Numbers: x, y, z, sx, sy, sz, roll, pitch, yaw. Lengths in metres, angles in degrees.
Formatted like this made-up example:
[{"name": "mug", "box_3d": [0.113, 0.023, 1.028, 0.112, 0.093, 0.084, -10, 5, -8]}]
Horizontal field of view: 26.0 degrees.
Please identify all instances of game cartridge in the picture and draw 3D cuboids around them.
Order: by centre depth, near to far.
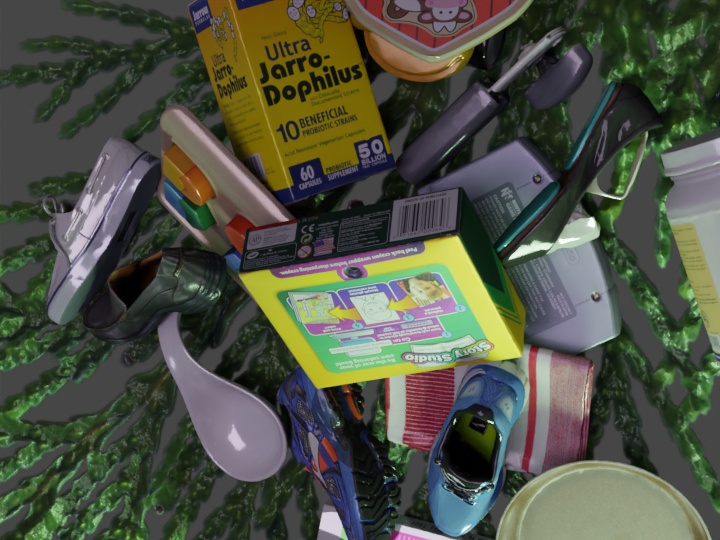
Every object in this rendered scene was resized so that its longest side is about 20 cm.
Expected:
[{"name": "game cartridge", "box_3d": [0.151, -0.013, 1.418, 0.133, 0.040, 0.200, -26, 91, 28]}]

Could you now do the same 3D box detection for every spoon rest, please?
[{"name": "spoon rest", "box_3d": [-0.143, 0.120, 1.548, 0.099, 0.061, 0.200, -33, 87, 32]}]

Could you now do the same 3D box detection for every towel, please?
[{"name": "towel", "box_3d": [0.114, 0.121, 1.443, 0.200, 0.023, 0.144, 12, 125, 19]}]

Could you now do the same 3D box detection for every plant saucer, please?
[{"name": "plant saucer", "box_3d": [0.225, 0.258, 1.434, 0.200, 0.032, 0.201, 5, 111, 14]}]

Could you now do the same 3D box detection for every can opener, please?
[{"name": "can opener", "box_3d": [0.121, -0.139, 1.393, 0.067, 0.053, 0.200, 49, 115, 6]}]

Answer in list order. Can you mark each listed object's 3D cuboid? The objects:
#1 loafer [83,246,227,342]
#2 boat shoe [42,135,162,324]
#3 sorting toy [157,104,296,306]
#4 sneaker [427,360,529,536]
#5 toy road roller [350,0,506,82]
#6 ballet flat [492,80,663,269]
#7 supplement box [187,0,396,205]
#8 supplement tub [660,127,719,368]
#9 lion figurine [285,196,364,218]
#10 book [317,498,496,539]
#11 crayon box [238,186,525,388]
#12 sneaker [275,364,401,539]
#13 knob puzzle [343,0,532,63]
[{"name": "loafer", "box_3d": [-0.218, 0.017, 1.528, 0.200, 0.072, 0.073, -26, 51, 40]}, {"name": "boat shoe", "box_3d": [-0.279, -0.047, 1.561, 0.086, 0.075, 0.202, 34, 109, 11]}, {"name": "sorting toy", "box_3d": [-0.128, -0.047, 1.457, 0.036, 0.200, 0.185, -41, 82, -20]}, {"name": "sneaker", "box_3d": [0.093, 0.172, 1.416, 0.078, 0.089, 0.200, 21, 130, 14]}, {"name": "toy road roller", "box_3d": [0.064, -0.262, 1.337, 0.123, 0.146, 0.201, 16, 107, 17]}, {"name": "ballet flat", "box_3d": [0.190, -0.068, 1.343, 0.068, 0.068, 0.200, 35, 100, -2]}, {"name": "supplement box", "box_3d": [-0.063, -0.167, 1.406, 0.109, 0.109, 0.200, -7, 103, 66]}, {"name": "supplement tub", "box_3d": [0.337, -0.023, 1.281, 0.145, 0.145, 0.200, -18, 94, 24]}, {"name": "lion figurine", "box_3d": [0.000, 0.000, 1.458, 0.200, 0.072, 0.122, 44, 150, 0]}, {"name": "book", "box_3d": [0.051, 0.310, 1.524, 0.200, 0.048, 0.134, 13, 104, 18]}, {"name": "crayon box", "box_3d": [0.022, 0.020, 1.345, 0.200, 0.058, 0.173, -10, 139, 21]}, {"name": "sneaker", "box_3d": [-0.022, 0.180, 1.510, 0.078, 0.075, 0.200, -28, 74, 36]}, {"name": "knob puzzle", "box_3d": [0.065, -0.262, 1.271, 0.219, 0.030, 0.220, -4, 65, 8]}]
